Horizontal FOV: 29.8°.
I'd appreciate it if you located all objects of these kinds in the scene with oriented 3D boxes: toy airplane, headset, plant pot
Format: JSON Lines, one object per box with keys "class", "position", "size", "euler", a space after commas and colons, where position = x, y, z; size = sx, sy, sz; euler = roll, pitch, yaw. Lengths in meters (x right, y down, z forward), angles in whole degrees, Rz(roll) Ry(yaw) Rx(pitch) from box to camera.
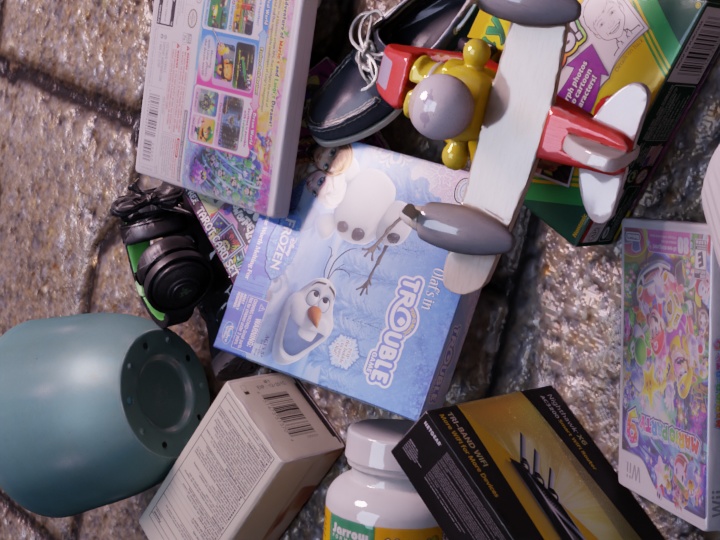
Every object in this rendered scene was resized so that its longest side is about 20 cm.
{"class": "toy airplane", "position": [0.096, -0.105, 0.935], "size": [0.199, 0.141, 0.201], "euler": [-29, 73, 41]}
{"class": "headset", "position": [-0.193, -0.021, 1.236], "size": [0.124, 0.094, 0.200], "euler": [65, 154, 19]}
{"class": "plant pot", "position": [-0.245, 0.132, 1.322], "size": [0.160, 0.200, 0.202], "euler": [-14, 84, 33]}

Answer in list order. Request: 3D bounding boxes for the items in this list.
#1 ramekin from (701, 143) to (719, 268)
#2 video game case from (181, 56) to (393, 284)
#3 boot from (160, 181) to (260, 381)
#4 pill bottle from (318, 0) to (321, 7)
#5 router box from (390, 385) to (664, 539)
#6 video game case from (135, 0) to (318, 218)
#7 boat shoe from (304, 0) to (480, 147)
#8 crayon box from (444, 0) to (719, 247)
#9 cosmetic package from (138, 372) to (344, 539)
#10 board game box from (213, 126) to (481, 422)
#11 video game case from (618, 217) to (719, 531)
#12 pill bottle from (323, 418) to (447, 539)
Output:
{"class": "ramekin", "position": [0.297, -0.048, 0.803], "size": [0.202, 0.202, 0.095], "euler": [-43, 54, 36]}
{"class": "video game case", "position": [-0.046, -0.054, 1.180], "size": [0.181, 0.036, 0.200], "euler": [-36, 67, 14]}
{"class": "boot", "position": [-0.118, -0.020, 1.279], "size": [0.165, 0.065, 0.201], "euler": [-37, 64, 36]}
{"class": "pill bottle", "position": [-0.098, -0.235, 1.205], "size": [0.112, 0.112, 0.201], "euler": [45, 122, 31]}
{"class": "router box", "position": [0.137, 0.184, 0.988], "size": [0.052, 0.157, 0.200], "euler": [-52, 61, 32]}
{"class": "video game case", "position": [-0.116, -0.161, 1.138], "size": [0.182, 0.024, 0.201], "euler": [19, 106, 39]}
{"class": "boat shoe", "position": [0.030, -0.174, 1.080], "size": [0.200, 0.062, 0.075], "euler": [-33, 64, 16]}
{"class": "crayon box", "position": [0.159, -0.148, 1.009], "size": [0.172, 0.058, 0.201], "euler": [42, 120, 33]}
{"class": "cosmetic package", "position": [-0.114, 0.201, 1.269], "size": [0.103, 0.087, 0.200], "euler": [51, 123, 26]}
{"class": "board game box", "position": [0.000, 0.000, 1.104], "size": [0.198, 0.043, 0.201], "euler": [17, 86, 25]}
{"class": "video game case", "position": [0.217, 0.066, 0.947], "size": [0.143, 0.018, 0.201], "euler": [-162, 71, -76]}
{"class": "pill bottle", "position": [0.024, 0.230, 1.126], "size": [0.112, 0.112, 0.201], "euler": [12, 101, 42]}
